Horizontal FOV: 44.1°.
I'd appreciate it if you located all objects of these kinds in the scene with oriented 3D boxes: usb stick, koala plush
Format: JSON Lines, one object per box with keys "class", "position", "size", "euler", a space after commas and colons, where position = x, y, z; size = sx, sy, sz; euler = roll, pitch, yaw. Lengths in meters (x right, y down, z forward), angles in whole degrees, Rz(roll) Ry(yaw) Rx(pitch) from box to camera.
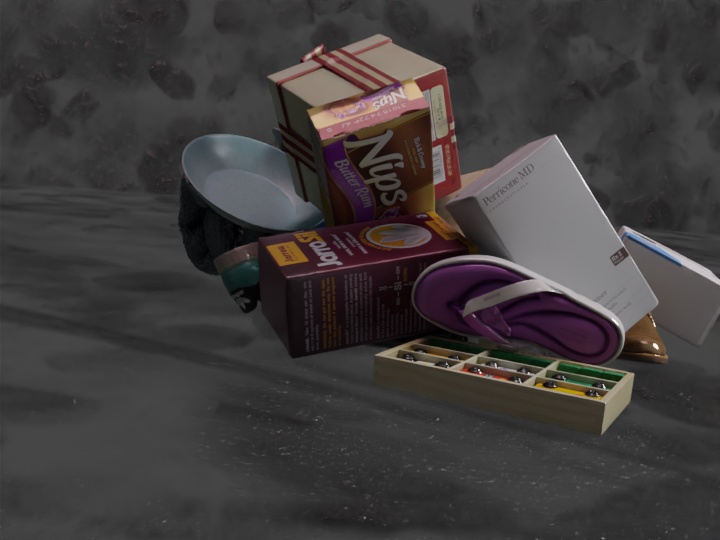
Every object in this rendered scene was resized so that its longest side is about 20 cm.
{"class": "usb stick", "position": [0.011, 0.060, 0.922], "size": [0.197, 0.033, 0.055], "euler": [9, 14, 21]}
{"class": "koala plush", "position": [-0.138, -0.041, 1.231], "size": [0.199, 0.186, 0.176], "euler": [35, 33, 31]}

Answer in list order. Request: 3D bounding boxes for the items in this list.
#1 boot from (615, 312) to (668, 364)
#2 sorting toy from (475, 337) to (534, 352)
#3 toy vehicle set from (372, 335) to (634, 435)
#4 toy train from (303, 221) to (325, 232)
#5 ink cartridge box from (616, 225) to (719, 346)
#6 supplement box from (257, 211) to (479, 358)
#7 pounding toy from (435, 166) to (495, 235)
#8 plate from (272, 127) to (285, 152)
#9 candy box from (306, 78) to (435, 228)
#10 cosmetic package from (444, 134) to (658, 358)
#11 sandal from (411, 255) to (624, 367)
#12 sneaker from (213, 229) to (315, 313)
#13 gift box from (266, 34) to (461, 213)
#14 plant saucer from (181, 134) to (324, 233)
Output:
{"class": "boot", "position": [0.297, 0.056, 0.990], "size": [0.073, 0.077, 0.200], "euler": [9, 10, 4]}
{"class": "sorting toy", "position": [0.197, 0.024, 1.008], "size": [0.177, 0.108, 0.200], "euler": [1, 8, -8]}
{"class": "toy vehicle set", "position": [0.125, 0.094, 0.770], "size": [0.198, 0.027, 0.124], "euler": [9, 8, 26]}
{"class": "toy train", "position": [0.009, -0.030, 1.300], "size": [0.198, 0.088, 0.114], "euler": [17, 26, 26]}
{"class": "ink cartridge box", "position": [0.390, 0.014, 1.166], "size": [0.144, 0.085, 0.200], "euler": [30, 12, 10]}
{"class": "supplement box", "position": [0.006, 0.010, 0.888], "size": [0.197, 0.087, 0.110], "euler": [-9, 25, -18]}
{"class": "pounding toy", "position": [0.204, -0.020, 1.139], "size": [0.182, 0.144, 0.201], "euler": [-13, -34, 9]}
{"class": "plate", "position": [-0.056, -0.132, 1.282], "size": [0.200, 0.026, 0.200], "euler": [40, -2, 1]}
{"class": "candy box", "position": [0.016, -0.091, 0.929], "size": [0.115, 0.201, 0.057], "euler": [-18, 50, -9]}
{"class": "cosmetic package", "position": [0.188, -0.018, 0.877], "size": [0.112, 0.201, 0.081], "euler": [-38, 10, -12]}
{"class": "sandal", "position": [0.144, 0.039, 0.813], "size": [0.200, 0.084, 0.050], "euler": [13, 21, 8]}
{"class": "sneaker", "position": [-0.093, 0.003, 1.093], "size": [0.071, 0.081, 0.199], "euler": [-26, -6, 40]}
{"class": "gift box", "position": [0.013, -0.168, 1.077], "size": [0.198, 0.187, 0.187], "euler": [-21, 34, -22]}
{"class": "plant saucer", "position": [-0.138, -0.102, 1.140], "size": [0.199, 0.039, 0.202], "euler": [20, 33, -13]}
